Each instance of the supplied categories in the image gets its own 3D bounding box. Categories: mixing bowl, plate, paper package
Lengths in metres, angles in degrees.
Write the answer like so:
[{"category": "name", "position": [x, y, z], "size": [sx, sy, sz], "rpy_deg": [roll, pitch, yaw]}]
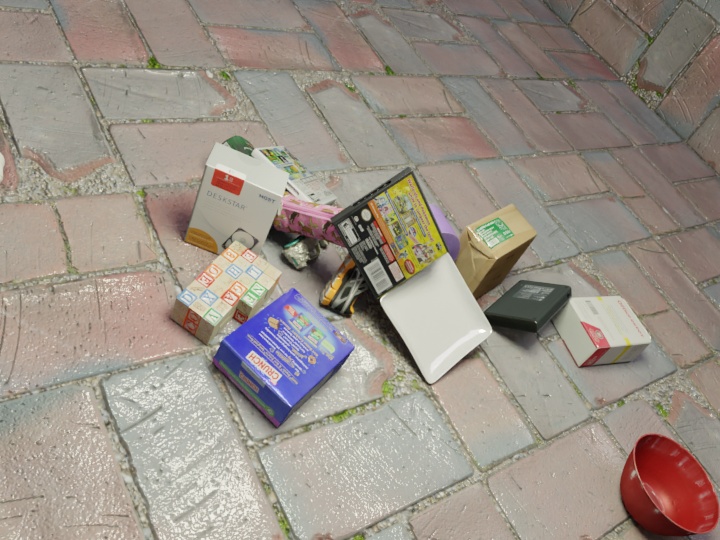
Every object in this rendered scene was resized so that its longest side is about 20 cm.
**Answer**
[{"category": "mixing bowl", "position": [0.593, 0.442, 1.347], "size": [0.195, 0.109, 0.203], "rpy_deg": [16, 44, -16]}, {"category": "plate", "position": [0.155, 0.096, 1.403], "size": [0.198, 0.032, 0.203], "rpy_deg": [-33, 93, -26]}, {"category": "paper package", "position": [0.285, -0.033, 1.557], "size": [0.198, 0.192, 0.104], "rpy_deg": [-25, 64, -42]}]

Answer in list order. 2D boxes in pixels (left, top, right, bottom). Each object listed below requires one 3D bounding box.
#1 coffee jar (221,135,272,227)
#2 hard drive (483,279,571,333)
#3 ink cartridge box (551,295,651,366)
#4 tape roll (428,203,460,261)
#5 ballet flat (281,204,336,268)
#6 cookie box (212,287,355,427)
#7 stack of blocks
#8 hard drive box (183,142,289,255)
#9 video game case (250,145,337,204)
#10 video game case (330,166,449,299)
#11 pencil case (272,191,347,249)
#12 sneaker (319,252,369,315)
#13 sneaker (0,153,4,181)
[{"category": "coffee jar", "position": [-0.229, -0.189, 1.463], "size": [0.202, 0.085, 0.104], "rpy_deg": [55, 10, 23]}, {"category": "hard drive", "position": [0.387, 0.079, 1.572], "size": [0.137, 0.034, 0.198], "rpy_deg": [7, 26, 38]}, {"category": "ink cartridge box", "position": [0.583, 0.145, 1.645], "size": [0.195, 0.084, 0.147], "rpy_deg": [0, 49, -30]}, {"category": "tape roll", "position": [0.111, -0.041, 1.452], "size": [0.196, 0.202, 0.086], "rpy_deg": [-7, 53, -35]}, {"category": "ballet flat", "position": [-0.100, -0.068, 1.467], "size": [0.071, 0.072, 0.200], "rpy_deg": [35, 43, 6]}, {"category": "cookie box", "position": [-0.135, 0.149, 1.215], "size": [0.171, 0.076, 0.199], "rpy_deg": [42, 42, 11]}, {"category": "stack of blocks", "position": [-0.245, 0.045, 1.261], "size": [0.114, 0.059, 0.201], "rpy_deg": [34, 41, 3]}, {"category": "hard drive box", "position": [-0.243, -0.123, 1.317], "size": [0.152, 0.202, 0.078], "rpy_deg": [20, 41, -10]}, {"category": "video game case", "position": [-0.143, -0.207, 1.516], "size": [0.182, 0.022, 0.200], "rpy_deg": [44, 16, 0]}, {"category": "video game case", "position": [0.061, -0.068, 1.308], "size": [0.178, 0.202, 0.026], "rpy_deg": [-32, 32, -2]}, {"category": "pencil case", "position": [-0.086, -0.101, 1.363], "size": [0.196, 0.085, 0.086], "rpy_deg": [17, 28, 26]}, {"category": "sneaker", "position": [0.000, 0.000, 1.376], "size": [0.076, 0.202, 0.078], "rpy_deg": [35, 10, -11]}, {"category": "sneaker", "position": [-0.726, -0.181, 1.176], "size": [0.195, 0.076, 0.101], "rpy_deg": [0, 48, -31]}]
